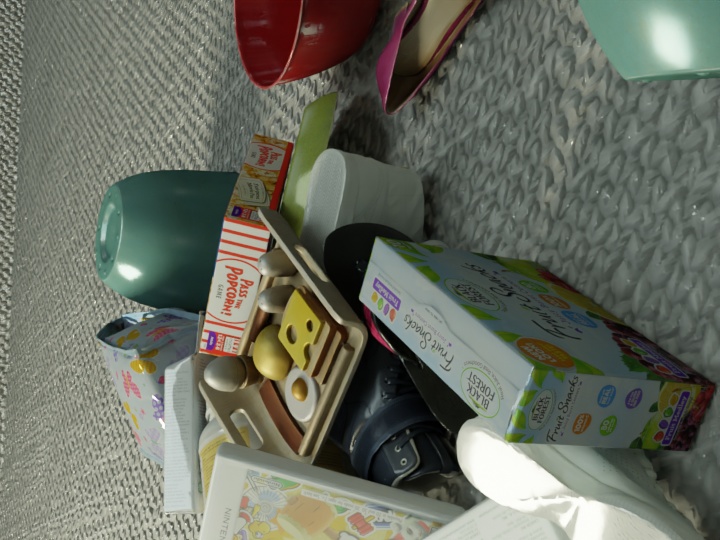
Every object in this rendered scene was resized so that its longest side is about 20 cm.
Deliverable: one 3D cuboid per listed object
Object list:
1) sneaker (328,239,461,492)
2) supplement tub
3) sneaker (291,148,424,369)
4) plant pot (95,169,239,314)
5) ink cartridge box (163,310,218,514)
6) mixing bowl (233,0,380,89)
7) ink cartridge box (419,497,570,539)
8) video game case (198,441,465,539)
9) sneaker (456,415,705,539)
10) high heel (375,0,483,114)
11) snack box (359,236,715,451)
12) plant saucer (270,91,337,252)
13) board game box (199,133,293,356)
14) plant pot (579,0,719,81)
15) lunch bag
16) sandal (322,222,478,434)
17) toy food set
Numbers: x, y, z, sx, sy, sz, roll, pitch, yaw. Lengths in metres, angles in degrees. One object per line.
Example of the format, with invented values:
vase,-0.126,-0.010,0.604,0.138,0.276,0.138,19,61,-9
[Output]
sneaker,0.048,0.089,0.812,0.146,0.077,0.202,48,118,43
supplement tub,-0.075,0.206,0.931,0.145,0.145,0.200,-47,44,47
sneaker,0.000,0.000,0.872,0.074,0.116,0.200,28,107,47
plant pot,-0.251,-0.039,1.288,0.201,0.161,0.201,-18,69,59
ink cartridge box,-0.150,0.158,1.059,0.041,0.200,0.200,-4,75,15
mixing bowl,-0.048,-0.285,1.009,0.200,0.108,0.200,12,103,63
ink cartridge box,0.115,0.258,0.671,0.160,0.047,0.200,-42,65,36
video game case,-0.035,0.242,0.800,0.023,0.200,0.182,-71,-4,-67
sneaker,0.159,0.136,0.601,0.200,0.088,0.075,36,132,31
high heel,0.063,-0.206,0.836,0.200,0.067,0.096,-24,54,63
snack box,0.104,0.043,0.641,0.200,0.142,0.053,42,120,56
plant saucer,-0.061,-0.086,1.003,0.200,0.031,0.200,-167,90,-85
board game box,-0.113,-0.029,0.999,0.200,0.046,0.152,-85,10,-60
plant pot,0.190,-0.176,0.476,0.201,0.200,0.161,12,108,61
lunch bag,-0.239,0.138,1.225,0.200,0.127,0.170,2,112,57
sandal,0.040,0.036,0.762,0.075,0.045,0.200,-38,69,4
toy food set,-0.075,0.069,0.826,0.144,0.060,0.200,51,132,37
